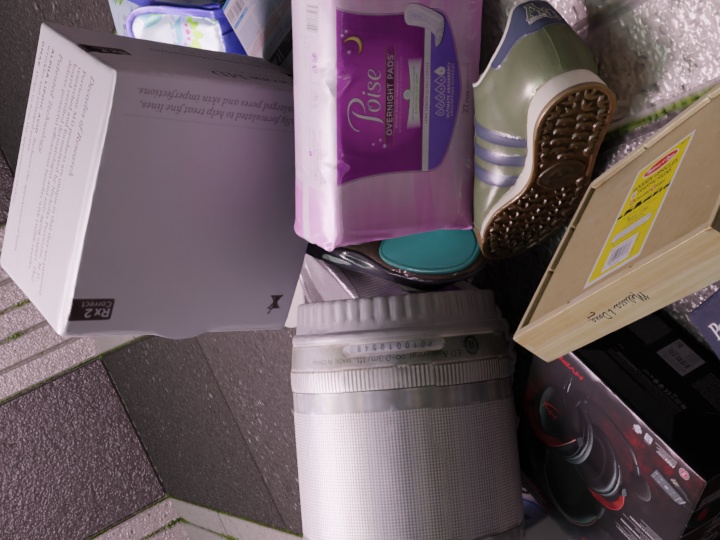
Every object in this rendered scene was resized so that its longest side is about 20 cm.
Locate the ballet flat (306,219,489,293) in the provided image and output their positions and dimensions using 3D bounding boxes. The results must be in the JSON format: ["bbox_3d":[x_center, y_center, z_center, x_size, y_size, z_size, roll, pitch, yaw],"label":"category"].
[{"bbox_3d":[0.028,-0.019,0.834,0.200,0.073,0.073,13,128,38],"label":"ballet flat"}]

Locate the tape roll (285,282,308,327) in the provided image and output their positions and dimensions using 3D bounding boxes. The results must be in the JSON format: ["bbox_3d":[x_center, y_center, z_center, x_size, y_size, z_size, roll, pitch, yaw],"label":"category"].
[{"bbox_3d":[-0.104,-0.031,1.210,0.203,0.037,0.203,45,150,35],"label":"tape roll"}]

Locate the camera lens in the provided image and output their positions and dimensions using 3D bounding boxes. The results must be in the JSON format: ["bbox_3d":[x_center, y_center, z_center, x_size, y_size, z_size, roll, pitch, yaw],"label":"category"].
[{"bbox_3d":[0.033,0.119,0.762,0.160,0.160,0.200,170,97,-66],"label":"camera lens"}]

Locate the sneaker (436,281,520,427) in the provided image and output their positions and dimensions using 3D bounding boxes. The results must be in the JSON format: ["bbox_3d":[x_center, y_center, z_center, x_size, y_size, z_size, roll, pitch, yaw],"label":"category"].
[{"bbox_3d":[0.081,0.103,0.872,0.080,0.088,0.200,7,123,40],"label":"sneaker"}]

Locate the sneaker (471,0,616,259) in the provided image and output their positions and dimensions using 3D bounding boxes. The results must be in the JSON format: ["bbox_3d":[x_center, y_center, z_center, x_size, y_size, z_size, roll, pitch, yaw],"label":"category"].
[{"bbox_3d":[0.107,-0.091,0.683,0.200,0.067,0.090,100,154,-62],"label":"sneaker"}]

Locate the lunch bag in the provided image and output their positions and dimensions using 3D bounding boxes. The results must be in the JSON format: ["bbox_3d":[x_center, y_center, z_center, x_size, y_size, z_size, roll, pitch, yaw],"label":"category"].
[{"bbox_3d":[-0.155,-0.197,1.030,0.200,0.127,0.170,35,144,49],"label":"lunch bag"}]

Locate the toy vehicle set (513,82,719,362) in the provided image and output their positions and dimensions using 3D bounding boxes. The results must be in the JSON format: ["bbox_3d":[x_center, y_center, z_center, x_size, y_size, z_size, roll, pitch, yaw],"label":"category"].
[{"bbox_3d":[0.156,-0.030,0.554,0.027,0.124,0.200,33,156,-5],"label":"toy vehicle set"}]

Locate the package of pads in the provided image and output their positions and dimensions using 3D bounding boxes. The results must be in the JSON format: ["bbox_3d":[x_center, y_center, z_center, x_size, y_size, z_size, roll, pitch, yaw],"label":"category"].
[{"bbox_3d":[0.016,-0.117,0.710,0.076,0.120,0.200,36,131,56],"label":"package of pads"}]

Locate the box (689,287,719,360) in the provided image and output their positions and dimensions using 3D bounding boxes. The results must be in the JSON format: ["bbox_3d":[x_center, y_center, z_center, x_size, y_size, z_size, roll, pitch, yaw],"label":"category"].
[{"bbox_3d":[0.261,0.048,0.436,0.200,0.104,0.148,56,156,17],"label":"box"}]

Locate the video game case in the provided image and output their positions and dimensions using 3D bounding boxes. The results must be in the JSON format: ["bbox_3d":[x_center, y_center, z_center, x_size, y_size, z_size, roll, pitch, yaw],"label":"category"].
[{"bbox_3d":[-0.039,-0.154,0.841,0.200,0.018,0.143,61,156,0],"label":"video game case"}]

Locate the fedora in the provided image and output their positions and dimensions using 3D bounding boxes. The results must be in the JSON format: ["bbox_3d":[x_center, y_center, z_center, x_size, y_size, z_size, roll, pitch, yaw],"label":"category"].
[{"bbox_3d":[0.000,0.000,0.952,0.200,0.090,0.177,43,150,39],"label":"fedora"}]

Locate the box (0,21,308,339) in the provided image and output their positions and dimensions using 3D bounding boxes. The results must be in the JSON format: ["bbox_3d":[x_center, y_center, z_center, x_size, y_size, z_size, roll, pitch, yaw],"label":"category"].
[{"bbox_3d":[-0.144,-0.065,0.802,0.131,0.199,0.200,35,116,43],"label":"box"}]

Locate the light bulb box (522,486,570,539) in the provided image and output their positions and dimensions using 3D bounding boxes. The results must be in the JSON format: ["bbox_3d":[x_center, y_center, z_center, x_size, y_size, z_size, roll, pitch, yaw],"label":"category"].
[{"bbox_3d":[0.095,0.265,0.886,0.125,0.200,0.198,66,156,-6],"label":"light bulb box"}]

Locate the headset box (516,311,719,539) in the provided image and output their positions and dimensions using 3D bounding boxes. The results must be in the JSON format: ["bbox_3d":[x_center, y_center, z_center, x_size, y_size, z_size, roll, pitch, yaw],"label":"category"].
[{"bbox_3d":[0.183,0.129,0.719,0.149,0.075,0.200,48,152,34],"label":"headset box"}]
